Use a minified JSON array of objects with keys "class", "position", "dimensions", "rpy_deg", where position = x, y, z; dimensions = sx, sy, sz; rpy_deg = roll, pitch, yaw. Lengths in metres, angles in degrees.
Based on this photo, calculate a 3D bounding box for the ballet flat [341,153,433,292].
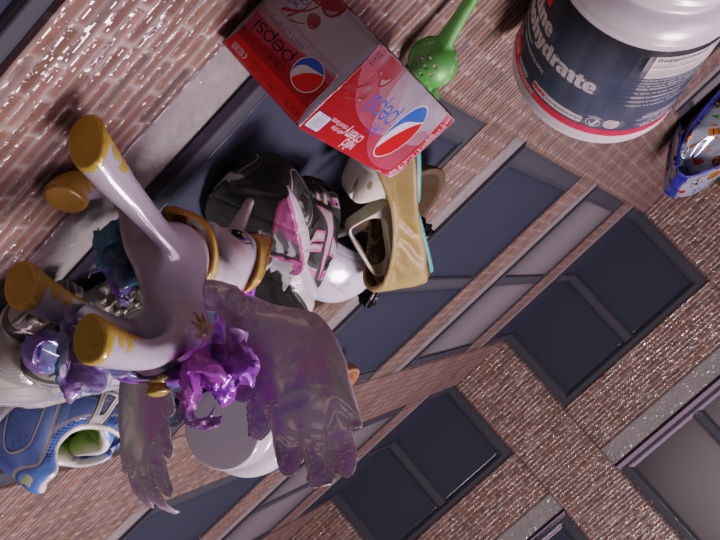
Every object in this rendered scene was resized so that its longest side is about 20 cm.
[{"class":"ballet flat","position":[0.017,-0.053,0.838],"dimensions":[0.063,0.069,0.200],"rpy_deg":[-19,135,-8]}]

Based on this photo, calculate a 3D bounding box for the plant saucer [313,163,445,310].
[{"class":"plant saucer","position":[-0.004,-0.032,1.013],"dimensions":[0.200,0.029,0.200],"rpy_deg":[-38,167,-11]}]

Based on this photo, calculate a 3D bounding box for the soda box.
[{"class":"soda box","position":[-0.005,-0.112,0.656],"dimensions":[0.063,0.070,0.200],"rpy_deg":[-44,166,9]}]

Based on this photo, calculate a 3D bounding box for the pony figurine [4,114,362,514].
[{"class":"pony figurine","position":[-0.099,0.030,0.602],"dimensions":[0.166,0.193,0.200],"rpy_deg":[-13,162,24]}]

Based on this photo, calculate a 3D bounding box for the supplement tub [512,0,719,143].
[{"class":"supplement tub","position":[0.202,-0.198,0.813],"dimensions":[0.140,0.140,0.200],"rpy_deg":[-36,166,-20]}]

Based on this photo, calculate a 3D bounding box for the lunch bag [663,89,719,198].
[{"class":"lunch bag","position":[0.632,-0.229,1.987],"dimensions":[0.200,0.124,0.170],"rpy_deg":[-49,168,-1]}]

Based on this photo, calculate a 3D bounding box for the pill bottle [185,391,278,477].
[{"class":"pill bottle","position":[-0.106,0.160,1.160],"dimensions":[0.112,0.112,0.200],"rpy_deg":[-44,167,12]}]

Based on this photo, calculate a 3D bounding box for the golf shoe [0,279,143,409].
[{"class":"golf shoe","position":[-0.188,0.052,0.714],"dimensions":[0.097,0.078,0.200],"rpy_deg":[-27,166,18]}]

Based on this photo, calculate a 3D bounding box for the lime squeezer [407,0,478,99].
[{"class":"lime squeezer","position":[0.052,-0.151,0.802],"dimensions":[0.200,0.038,0.071],"rpy_deg":[114,-4,-59]}]

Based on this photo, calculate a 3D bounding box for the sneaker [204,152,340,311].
[{"class":"sneaker","position":[-0.054,-0.041,0.790],"dimensions":[0.086,0.080,0.200],"rpy_deg":[-61,172,-19]}]

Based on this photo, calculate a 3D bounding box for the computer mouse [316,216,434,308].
[{"class":"computer mouse","position":[0.000,0.000,0.972],"dimensions":[0.110,0.044,0.200],"rpy_deg":[-45,166,21]}]

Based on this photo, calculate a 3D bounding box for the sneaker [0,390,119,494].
[{"class":"sneaker","position":[-0.194,0.100,0.796],"dimensions":[0.200,0.077,0.076],"rpy_deg":[-27,159,-52]}]

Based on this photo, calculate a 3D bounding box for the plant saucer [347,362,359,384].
[{"class":"plant saucer","position":[-0.088,0.187,1.465],"dimensions":[0.200,0.037,0.200],"rpy_deg":[-38,166,-11]}]
